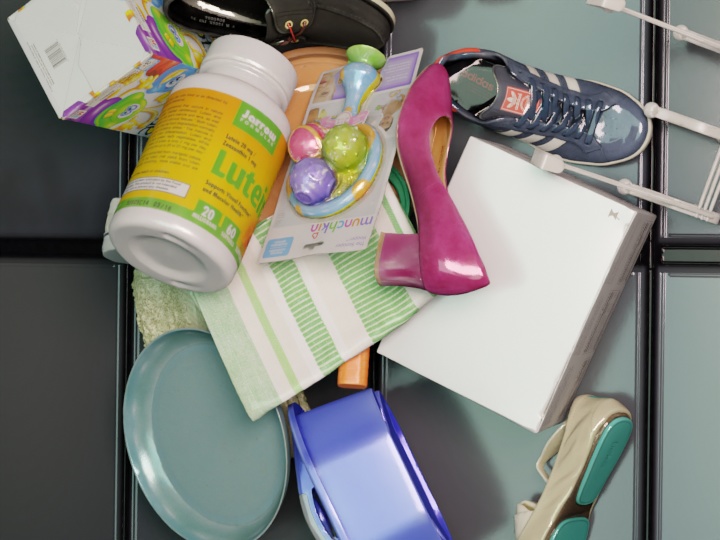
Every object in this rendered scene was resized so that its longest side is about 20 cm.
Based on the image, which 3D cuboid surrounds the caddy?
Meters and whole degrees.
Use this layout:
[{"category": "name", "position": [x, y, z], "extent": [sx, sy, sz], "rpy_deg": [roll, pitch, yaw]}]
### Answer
[{"category": "caddy", "position": [0.002, 0.196, 1.415], "extent": [0.105, 0.141, 0.201], "rpy_deg": [-26, 81, 2]}]

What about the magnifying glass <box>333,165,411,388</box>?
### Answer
[{"category": "magnifying glass", "position": [0.000, 0.000, 1.398], "extent": [0.079, 0.022, 0.201], "rpy_deg": [3, 73, 6]}]

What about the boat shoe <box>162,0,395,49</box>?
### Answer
[{"category": "boat shoe", "position": [-0.070, -0.218, 1.407], "extent": [0.200, 0.074, 0.063], "rpy_deg": [13, 57, -7]}]

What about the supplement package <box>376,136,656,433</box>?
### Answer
[{"category": "supplement package", "position": [0.133, 0.011, 1.392], "extent": [0.155, 0.111, 0.201], "rpy_deg": [26, 97, 17]}]

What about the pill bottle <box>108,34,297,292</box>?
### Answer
[{"category": "pill bottle", "position": [-0.124, -0.093, 1.376], "extent": [0.110, 0.111, 0.201], "rpy_deg": [12, 63, 18]}]

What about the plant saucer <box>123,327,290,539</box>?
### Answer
[{"category": "plant saucer", "position": [-0.132, 0.147, 1.460], "extent": [0.199, 0.027, 0.202], "rpy_deg": [10, 106, 37]}]

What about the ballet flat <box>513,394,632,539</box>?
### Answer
[{"category": "ballet flat", "position": [0.170, 0.197, 1.411], "extent": [0.069, 0.069, 0.201], "rpy_deg": [26, 96, 17]}]

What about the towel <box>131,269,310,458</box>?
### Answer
[{"category": "towel", "position": [-0.128, 0.083, 1.500], "extent": [0.148, 0.036, 0.201], "rpy_deg": [-12, 97, 23]}]

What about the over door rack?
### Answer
[{"category": "over door rack", "position": [0.233, -0.133, 1.336], "extent": [0.067, 0.199, 0.149], "rpy_deg": [29, 102, 58]}]

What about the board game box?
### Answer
[{"category": "board game box", "position": [-0.201, -0.192, 1.456], "extent": [0.103, 0.200, 0.105], "rpy_deg": [-32, 79, 15]}]

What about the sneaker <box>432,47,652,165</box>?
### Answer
[{"category": "sneaker", "position": [0.148, -0.139, 1.401], "extent": [0.199, 0.084, 0.075], "rpy_deg": [16, 95, 18]}]

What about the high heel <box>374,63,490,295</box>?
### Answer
[{"category": "high heel", "position": [0.074, -0.076, 1.322], "extent": [0.095, 0.067, 0.201], "rpy_deg": [3, 64, 24]}]

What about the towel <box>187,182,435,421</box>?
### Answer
[{"category": "towel", "position": [-0.042, 0.010, 1.382], "extent": [0.199, 0.023, 0.153], "rpy_deg": [-33, 69, 11]}]

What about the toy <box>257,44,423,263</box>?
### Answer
[{"category": "toy", "position": [-0.025, -0.106, 1.366], "extent": [0.115, 0.047, 0.201], "rpy_deg": [-8, 51, 38]}]

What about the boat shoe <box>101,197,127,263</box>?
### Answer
[{"category": "boat shoe", "position": [-0.139, -0.048, 1.507], "extent": [0.199, 0.071, 0.070], "rpy_deg": [-3, 73, 15]}]

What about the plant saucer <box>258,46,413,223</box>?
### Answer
[{"category": "plant saucer", "position": [-0.039, -0.105, 1.455], "extent": [0.199, 0.032, 0.202], "rpy_deg": [-1, 74, 4]}]
